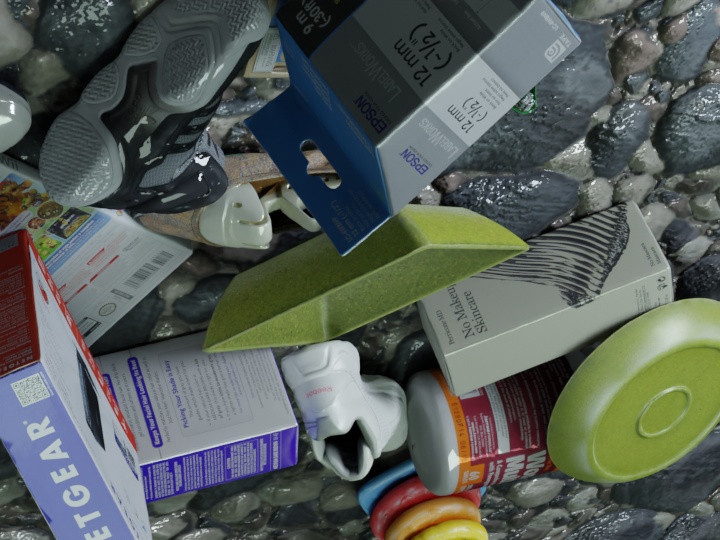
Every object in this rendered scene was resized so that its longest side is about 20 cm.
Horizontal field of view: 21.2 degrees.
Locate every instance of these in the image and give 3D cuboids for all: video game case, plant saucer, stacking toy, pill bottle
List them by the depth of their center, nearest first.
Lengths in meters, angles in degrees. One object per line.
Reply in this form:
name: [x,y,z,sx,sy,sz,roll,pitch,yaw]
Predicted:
video game case: [-0.238,-0.007,1.391,0.143,0.018,0.200,-40,140,22]
plant saucer: [0.000,0.000,1.436,0.199,0.048,0.199,-25,169,24]
plant saucer: [0.249,0.111,1.628,0.199,0.031,0.201,-21,137,-21]
pill bottle: [0.145,0.124,1.680,0.199,0.110,0.110,-10,142,-16]
stacking toy: [0.082,0.271,1.753,0.109,0.201,0.116,-29,144,8]

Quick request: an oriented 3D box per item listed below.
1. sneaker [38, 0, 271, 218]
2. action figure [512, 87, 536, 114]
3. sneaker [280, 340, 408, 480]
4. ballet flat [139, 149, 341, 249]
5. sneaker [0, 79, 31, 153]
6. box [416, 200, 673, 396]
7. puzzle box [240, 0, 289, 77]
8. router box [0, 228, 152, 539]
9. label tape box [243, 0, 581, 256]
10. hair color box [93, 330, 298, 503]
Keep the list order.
sneaker: [-0.116,-0.108,1.289,0.200,0.076,0.114,-41,148,19]
action figure: [0.091,-0.155,1.337,0.118,0.055,0.200,-36,157,6]
sneaker: [-0.010,0.133,1.601,0.078,0.100,0.200,-18,155,16]
ballet flat: [-0.059,-0.050,1.389,0.199,0.067,0.068,-14,134,-12]
sneaker: [-0.297,-0.048,1.216,0.198,0.130,0.080,-10,143,-17]
box: [0.151,0.023,1.582,0.199,0.082,0.069,-22,144,-3]
puzzle box: [0.004,-0.207,1.264,0.132,0.025,0.200,-4,139,-25]
router box: [-0.206,0.100,1.326,0.049,0.180,0.201,-22,122,0]
label tape box: [0.016,-0.129,1.198,0.200,0.143,0.066,-41,142,7]
hair color box: [-0.158,0.118,1.512,0.199,0.110,0.065,-12,144,-13]
